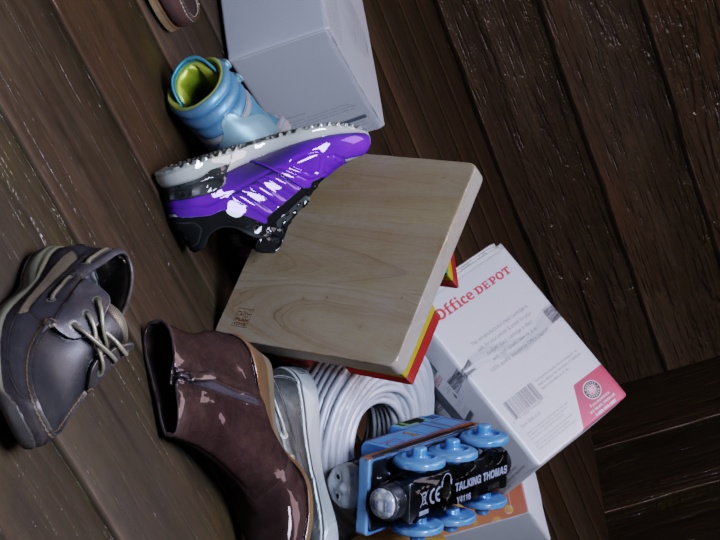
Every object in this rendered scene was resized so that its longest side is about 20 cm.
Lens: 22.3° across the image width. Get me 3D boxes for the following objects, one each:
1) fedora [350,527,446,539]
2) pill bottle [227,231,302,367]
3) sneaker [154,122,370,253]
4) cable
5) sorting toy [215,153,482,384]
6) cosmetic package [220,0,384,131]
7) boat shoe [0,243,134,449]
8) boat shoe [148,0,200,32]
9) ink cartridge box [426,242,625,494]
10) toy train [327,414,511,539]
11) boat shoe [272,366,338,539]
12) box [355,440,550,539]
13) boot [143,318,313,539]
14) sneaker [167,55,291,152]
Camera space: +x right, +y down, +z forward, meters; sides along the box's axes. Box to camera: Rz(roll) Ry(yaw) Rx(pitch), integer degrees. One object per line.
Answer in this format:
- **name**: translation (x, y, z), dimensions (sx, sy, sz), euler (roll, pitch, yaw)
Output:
- **fedora**: translation (0.034, 0.278, 1.670), dimensions (0.082, 0.199, 0.201), euler (61, 6, 27)
- **pill bottle**: translation (-0.056, 0.002, 1.764), dimensions (0.112, 0.111, 0.202), euler (-64, 136, -73)
- **sneaker**: translation (-0.078, -0.068, 1.616), dimensions (0.069, 0.198, 0.101), euler (-179, -107, -71)
- **cable**: translation (-0.002, 0.154, 1.701), dimensions (0.200, 0.069, 0.201), euler (-51, 137, -35)
- **sorting toy**: translation (0.000, 0.000, 1.621), dimensions (0.070, 0.198, 0.200), euler (47, 59, -47)
- **cosmetic package**: translation (-0.071, -0.275, 2.051), dimensions (0.200, 0.122, 0.201), euler (58, 19, -56)
- **boat shoe**: translation (-0.189, 0.037, 1.186), dimensions (0.201, 0.073, 0.075), euler (-88, 158, -57)
- **boat shoe**: translation (-0.187, -0.318, 1.704), dimensions (0.071, 0.070, 0.201), euler (-91, 162, -55)
- **ink cartridge box**: translation (0.137, 0.094, 1.784), dimensions (0.145, 0.085, 0.201), euler (-31, 79, -36)
- **toy train**: translation (0.053, 0.184, 1.629), dimensions (0.199, 0.113, 0.088), euler (-11, 105, -53)
- **boat shoe**: translation (-0.070, 0.186, 1.584), dimensions (0.063, 0.070, 0.202), euler (-4, 84, -45)
- **box**: translation (0.077, 0.229, 1.851), dimensions (0.098, 0.198, 0.126), euler (53, 23, -59)
- **boot**: translation (-0.113, 0.144, 1.469), dimensions (0.166, 0.072, 0.202), euler (20, 54, -61)
- **sneaker**: translation (-0.129, -0.153, 1.735), dimensions (0.131, 0.079, 0.200), euler (48, -2, -15)
